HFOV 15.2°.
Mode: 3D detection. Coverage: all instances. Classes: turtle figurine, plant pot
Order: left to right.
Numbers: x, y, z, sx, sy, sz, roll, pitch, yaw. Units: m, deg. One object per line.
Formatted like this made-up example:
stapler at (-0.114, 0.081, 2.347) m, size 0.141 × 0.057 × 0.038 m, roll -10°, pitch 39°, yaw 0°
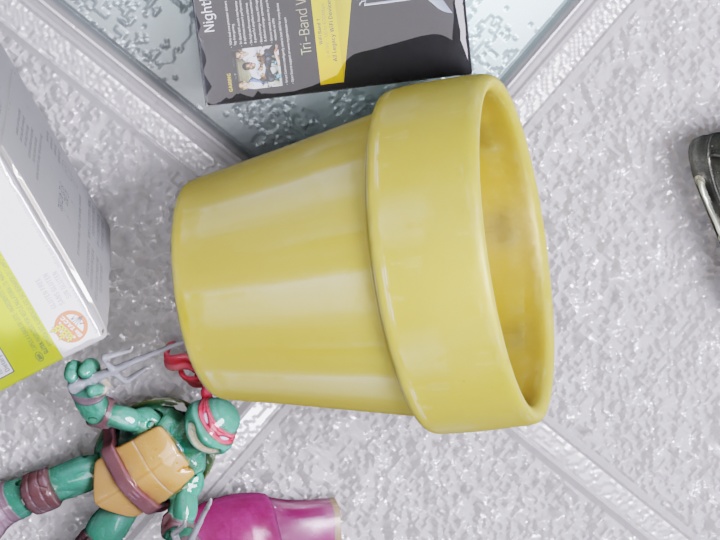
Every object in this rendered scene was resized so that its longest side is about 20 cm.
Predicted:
turtle figurine at (-0.136, 0.125, 1.605) m, size 0.200 × 0.101 × 0.150 m, roll -36°, pitch 85°, yaw 22°
plant pot at (0.000, 0.000, 1.542) m, size 0.188 × 0.201 × 0.201 m, roll -8°, pitch 107°, yaw 13°

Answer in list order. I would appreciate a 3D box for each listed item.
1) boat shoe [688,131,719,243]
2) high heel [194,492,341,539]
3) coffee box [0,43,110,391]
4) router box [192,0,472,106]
boat shoe at (0.253, -0.002, 1.625) m, size 0.064 × 0.071 × 0.200 m, roll -8°, pitch 119°, yaw 31°
high heel at (-0.061, 0.235, 1.656) m, size 0.096 × 0.067 × 0.201 m, roll -1°, pitch 101°, yaw -15°
coffee box at (-0.272, -0.032, 1.496) m, size 0.197 × 0.200 × 0.200 m, roll -28°, pitch 107°, yaw 4°
router box at (-0.024, -0.203, 1.544) m, size 0.157 × 0.052 × 0.201 m, roll -7°, pitch 107°, yaw -2°
